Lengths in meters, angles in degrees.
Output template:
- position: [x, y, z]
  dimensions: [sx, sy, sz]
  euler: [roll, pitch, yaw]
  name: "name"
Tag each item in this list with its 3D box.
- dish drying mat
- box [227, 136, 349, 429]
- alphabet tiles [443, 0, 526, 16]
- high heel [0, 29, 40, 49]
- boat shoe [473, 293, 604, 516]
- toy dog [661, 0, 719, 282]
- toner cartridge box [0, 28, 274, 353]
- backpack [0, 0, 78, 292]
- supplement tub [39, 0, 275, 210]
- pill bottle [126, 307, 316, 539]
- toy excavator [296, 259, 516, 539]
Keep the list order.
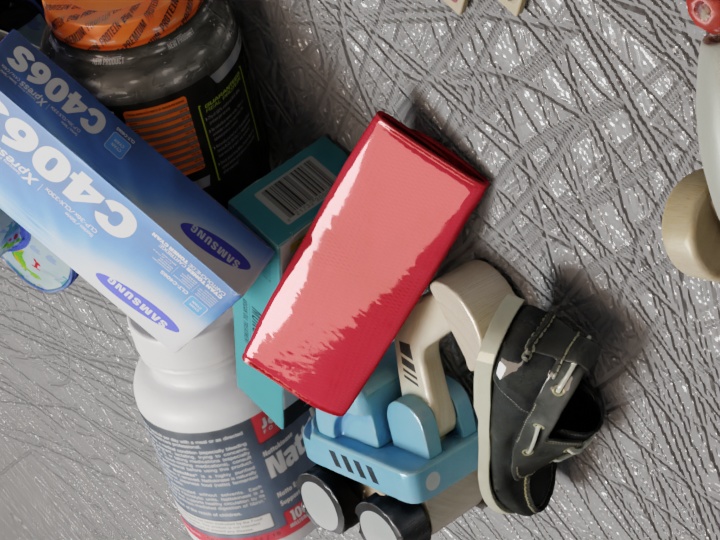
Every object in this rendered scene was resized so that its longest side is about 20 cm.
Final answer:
- position: [0.000, 0.000, 1.240]
  dimensions: [0.077, 0.018, 0.200]
  euler: [34, 125, 5]
  name: "dish drying mat"
- position: [-0.036, 0.011, 1.345]
  dimensions: [0.049, 0.082, 0.200]
  euler: [41, 152, 25]
  name: "box"
- position: [0.017, -0.219, 1.046]
  dimensions: [0.200, 0.006, 0.166]
  euler: [44, 153, 17]
  name: "alphabet tiles"
- position: [-0.231, -0.102, 1.398]
  dimensions: [0.143, 0.200, 0.071]
  euler: [61, 174, -10]
  name: "high heel"
- position: [0.106, 0.091, 1.229]
  dimensions: [0.068, 0.072, 0.200]
  euler: [16, 148, 14]
  name: "boat shoe"
- position: [0.181, -0.086, 0.879]
  dimensions: [0.132, 0.096, 0.200]
  euler: [33, 134, 41]
  name: "toy dog"
- position: [-0.156, -0.044, 1.250]
  dimensions: [0.200, 0.043, 0.095]
  euler: [40, 143, -9]
  name: "toner cartridge box"
- position: [-0.254, -0.079, 1.522]
  dimensions: [0.200, 0.147, 0.183]
  euler: [55, 157, -11]
  name: "backpack"
- position: [-0.124, -0.099, 1.303]
  dimensions: [0.122, 0.122, 0.200]
  euler: [31, 146, 38]
  name: "supplement tub"
- position: [-0.095, 0.096, 1.509]
  dimensions: [0.120, 0.120, 0.200]
  euler: [27, 145, 42]
  name: "pill bottle"
- position: [0.032, 0.078, 1.317]
  dimensions: [0.194, 0.100, 0.200]
  euler: [17, 129, 49]
  name: "toy excavator"
